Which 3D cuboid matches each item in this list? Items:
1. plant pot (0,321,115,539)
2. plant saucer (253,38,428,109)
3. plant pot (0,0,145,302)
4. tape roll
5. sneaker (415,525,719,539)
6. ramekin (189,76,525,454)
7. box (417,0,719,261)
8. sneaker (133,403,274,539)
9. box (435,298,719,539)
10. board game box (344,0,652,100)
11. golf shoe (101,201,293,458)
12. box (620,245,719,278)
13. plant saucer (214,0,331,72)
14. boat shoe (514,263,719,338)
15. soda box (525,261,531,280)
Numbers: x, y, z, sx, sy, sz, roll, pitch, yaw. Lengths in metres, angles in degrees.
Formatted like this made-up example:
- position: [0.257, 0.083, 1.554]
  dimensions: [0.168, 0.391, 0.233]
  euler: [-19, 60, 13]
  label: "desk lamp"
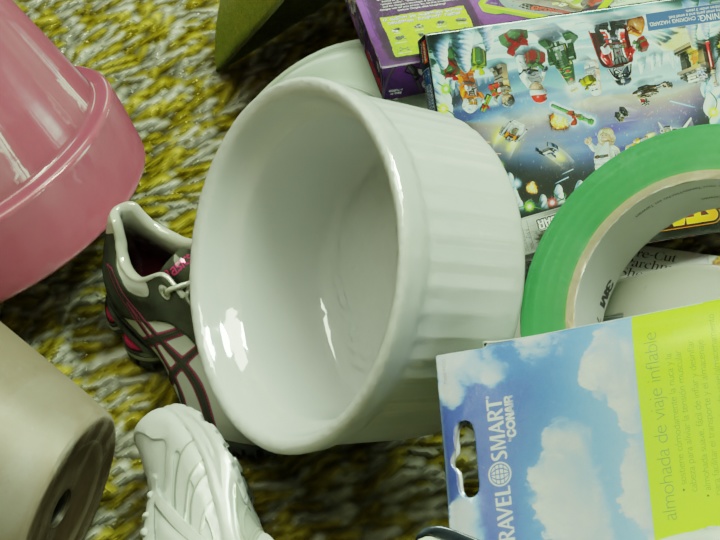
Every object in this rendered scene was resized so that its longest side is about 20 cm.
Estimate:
- position: [-0.236, 0.098, 1.387]
  dimensions: [0.173, 0.200, 0.200]
  euler: [22, 53, 11]
  label: "plant pot"
- position: [-0.016, -0.053, 1.496]
  dimensions: [0.199, 0.050, 0.201]
  euler: [-12, 66, 27]
  label: "plant saucer"
- position: [-0.258, -0.096, 1.533]
  dimensions: [0.199, 0.179, 0.200]
  euler: [-23, 30, 14]
  label: "plant pot"
- position: [0.184, 0.025, 1.301]
  dimensions: [0.199, 0.048, 0.201]
  euler: [-9, 68, 22]
  label: "tape roll"
- position: [0.083, 0.161, 1.178]
  dimensions: [0.199, 0.129, 0.080]
  euler: [-26, 50, 42]
  label: "sneaker"
- position: [0.000, 0.000, 1.357]
  dimensions: [0.097, 0.201, 0.201]
  euler: [5, 32, -36]
  label: "ramekin"
- position: [0.141, -0.081, 1.438]
  dimensions: [0.199, 0.138, 0.040]
  euler: [-9, 0, -6]
  label: "box"
- position: [-0.096, 0.153, 1.359]
  dimensions: [0.099, 0.078, 0.200]
  euler: [-26, 45, -7]
  label: "sneaker"
- position: [0.141, 0.084, 1.244]
  dimensions: [0.199, 0.048, 0.123]
  euler: [-12, 68, 20]
  label: "box"
- position: [0.097, -0.160, 1.510]
  dimensions: [0.199, 0.032, 0.120]
  euler: [-10, 42, -7]
  label: "board game box"
- position: [-0.090, 0.037, 1.463]
  dimensions: [0.077, 0.088, 0.200]
  euler: [-37, 50, -24]
  label: "golf shoe"
- position: [0.223, 0.021, 1.432]
  dimensions: [0.199, 0.039, 0.042]
  euler: [9, 47, 23]
  label: "box"
- position: [-0.006, -0.221, 1.632]
  dimensions: [0.199, 0.200, 0.048]
  euler: [-34, 91, -19]
  label: "plant saucer"
- position: [0.166, 0.037, 1.389]
  dimensions: [0.199, 0.068, 0.072]
  euler: [-11, 85, 34]
  label: "boat shoe"
- position: [0.173, -0.063, 1.505]
  dimensions: [0.199, 0.070, 0.064]
  euler: [-20, 46, -5]
  label: "soda box"
